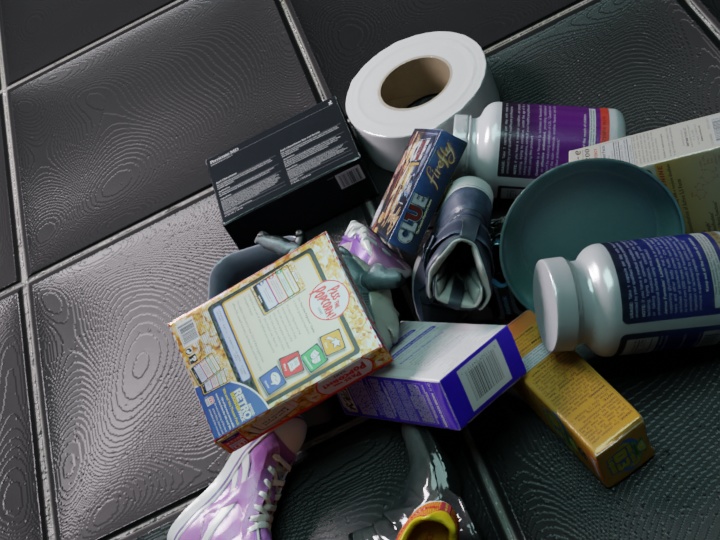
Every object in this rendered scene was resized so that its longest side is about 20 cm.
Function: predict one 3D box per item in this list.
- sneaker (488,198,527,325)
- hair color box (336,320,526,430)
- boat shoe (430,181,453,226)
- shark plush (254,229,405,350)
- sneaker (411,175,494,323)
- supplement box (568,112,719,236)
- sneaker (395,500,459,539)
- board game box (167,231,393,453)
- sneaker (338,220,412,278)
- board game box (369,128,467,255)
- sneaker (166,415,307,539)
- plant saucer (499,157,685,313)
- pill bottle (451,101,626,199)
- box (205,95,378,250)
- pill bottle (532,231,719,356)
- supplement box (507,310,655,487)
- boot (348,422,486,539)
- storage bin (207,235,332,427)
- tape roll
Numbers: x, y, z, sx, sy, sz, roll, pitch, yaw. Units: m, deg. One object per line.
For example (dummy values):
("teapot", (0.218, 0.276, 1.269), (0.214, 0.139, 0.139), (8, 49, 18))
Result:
("sneaker", (0.172, -0.027, 1.491), (0.072, 0.082, 0.201), (-16, 45, 13))
("hair color box", (0.066, 0.108, 1.373), (0.109, 0.065, 0.199), (-35, 21, -31))
("boat shoe", (0.146, -0.121, 1.602), (0.198, 0.064, 0.071), (-26, 43, 3))
("shark plush", (-0.033, 0.011, 1.404), (0.200, 0.091, 0.083), (40, 64, 8))
("sneaker", (0.096, 0.020, 1.396), (0.076, 0.204, 0.147), (9, 37, -1))
("supplement box", (0.339, -0.086, 1.419), (0.198, 0.127, 0.074), (-14, 33, 16))
("sneaker", (0.032, 0.310, 1.220), (0.072, 0.077, 0.202), (22, 92, 7))
("board game box", (-0.086, 0.074, 1.354), (0.199, 0.046, 0.152), (-29, 62, 5))
("sneaker", (0.000, 0.000, 1.525), (0.089, 0.080, 0.200), (-47, 9, -1))
("board game box", (0.063, -0.095, 1.485), (0.137, 0.034, 0.200), (-65, 8, 3))
("sneaker", (-0.105, 0.253, 1.394), (0.114, 0.073, 0.201), (33, 80, 39))
("plant saucer", (0.246, -0.033, 1.388), (0.198, 0.201, 0.036), (-18, 25, 11))
("pill bottle", (0.206, -0.138, 1.515), (0.198, 0.113, 0.113), (5, 50, 5))
("box", (-0.093, -0.124, 1.719), (0.198, 0.079, 0.142), (-25, 47, 5))
("pill bottle", (0.282, 0.026, 1.320), (0.198, 0.116, 0.116), (-6, 44, -7))
("supplement box", (0.214, 0.129, 1.339), (0.069, 0.067, 0.200), (-37, 44, -8))
("boot", (0.041, 0.244, 1.326), (0.131, 0.070, 0.201), (-30, 39, 6))
("storage bin", (-0.102, 0.088, 1.489), (0.144, 0.135, 0.201), (-16, 44, 13))
("tape roll", (0.083, -0.225, 1.726), (0.200, 0.071, 0.204), (-14, 45, 15))
